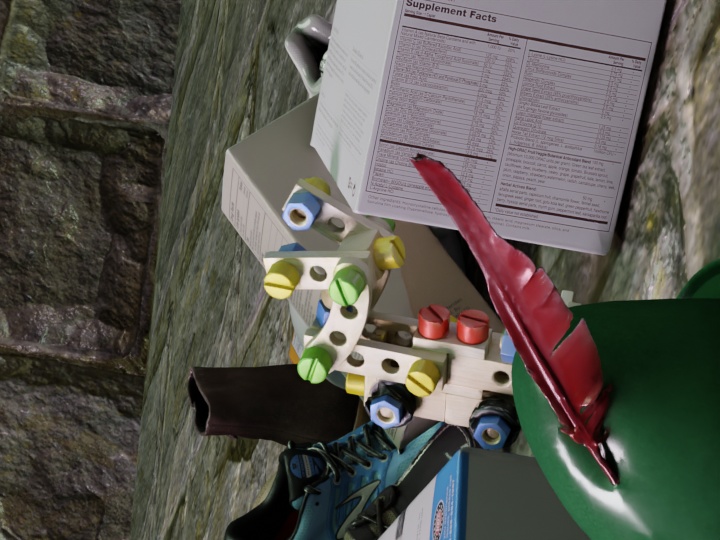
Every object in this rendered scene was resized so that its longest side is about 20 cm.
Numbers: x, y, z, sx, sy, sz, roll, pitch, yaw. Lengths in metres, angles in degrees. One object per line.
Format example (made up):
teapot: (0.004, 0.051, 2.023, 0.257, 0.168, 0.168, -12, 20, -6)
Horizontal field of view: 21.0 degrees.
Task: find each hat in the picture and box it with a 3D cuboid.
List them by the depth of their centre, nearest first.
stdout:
hat: (0.072, 0.057, 0.843, 0.166, 0.175, 0.201, -144, 63, -77)

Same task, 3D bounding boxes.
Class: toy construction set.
toy construction set: (0.044, 0.031, 1.064, 0.092, 0.199, 0.132, -42, -38, -46)

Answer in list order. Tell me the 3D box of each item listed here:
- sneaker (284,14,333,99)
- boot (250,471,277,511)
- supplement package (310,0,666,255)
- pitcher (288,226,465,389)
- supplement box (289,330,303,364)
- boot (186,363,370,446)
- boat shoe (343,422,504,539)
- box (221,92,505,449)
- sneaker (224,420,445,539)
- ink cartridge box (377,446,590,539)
sneaker: (0.012, -0.104, 1.276, 0.200, 0.075, 0.081, 41, 171, 46)
boot: (-0.060, 0.244, 1.623, 0.156, 0.072, 0.201, 125, 153, -65)
supplement package: (0.070, -0.136, 1.079, 0.191, 0.146, 0.201, -121, 41, -73)
pitcher: (0.028, -0.029, 1.329, 0.171, 0.121, 0.201, -42, 31, 38)
supplement box: (-0.005, -0.009, 1.561, 0.069, 0.066, 0.201, -123, 42, -69)
boot: (-0.044, 0.080, 1.427, 0.200, 0.165, 0.073, -113, 34, -69)
boat shoe: (0.019, 0.176, 1.193, 0.201, 0.065, 0.072, -59, 35, 16)
box: (0.000, 0.000, 1.203, 0.200, 0.078, 0.095, 54, 163, 14)
sneaker: (-0.007, 0.138, 1.249, 0.200, 0.090, 0.078, -44, 36, 10)
ink cartridge box: (0.059, 0.197, 1.038, 0.200, 0.084, 0.145, 122, 154, -63)
